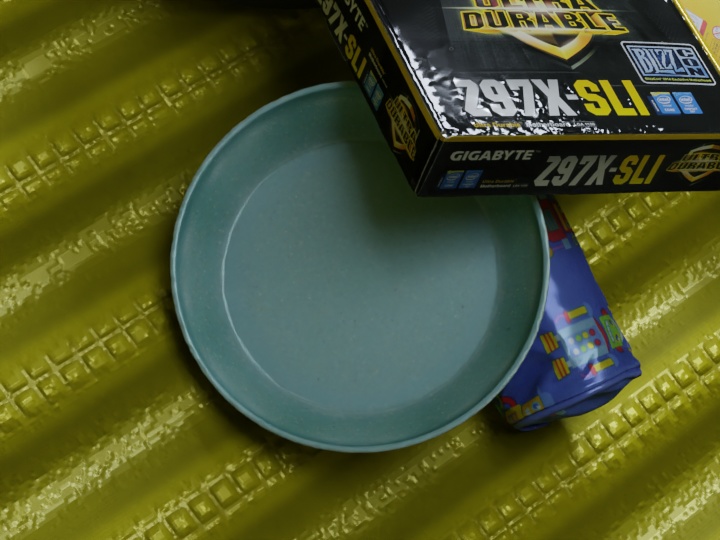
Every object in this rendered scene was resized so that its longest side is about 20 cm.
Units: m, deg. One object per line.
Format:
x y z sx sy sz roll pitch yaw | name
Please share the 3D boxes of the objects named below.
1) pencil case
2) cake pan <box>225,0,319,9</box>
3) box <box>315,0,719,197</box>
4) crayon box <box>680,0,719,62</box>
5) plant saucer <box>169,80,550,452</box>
0.075 -0.007 1.554 0.078 0.087 0.200 -12 71 -59 | pencil case
-0.008 -0.191 1.528 0.200 0.200 0.037 -2 73 -29 | cake pan
0.092 -0.111 1.505 0.200 0.049 0.160 -1 48 -28 | box
0.214 -0.177 1.708 0.119 0.058 0.200 30 56 -13 | crayon box
0.000 0.000 1.495 0.200 0.036 0.200 0 77 1 | plant saucer
